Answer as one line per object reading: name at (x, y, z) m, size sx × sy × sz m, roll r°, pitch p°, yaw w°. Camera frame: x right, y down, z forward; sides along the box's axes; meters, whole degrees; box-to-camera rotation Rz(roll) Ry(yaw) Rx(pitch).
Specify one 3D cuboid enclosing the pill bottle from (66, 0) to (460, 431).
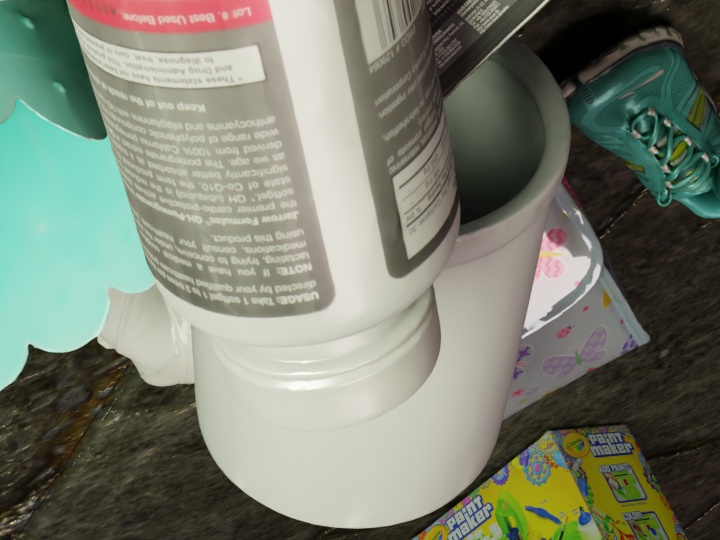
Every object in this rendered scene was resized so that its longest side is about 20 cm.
pill bottle at (-0.026, -0.046, 0.596) m, size 0.110 × 0.111 × 0.201 m, roll -21°, pitch 128°, yaw -11°

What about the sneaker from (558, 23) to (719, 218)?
sneaker at (0.173, -0.081, 1.027) m, size 0.077 × 0.080 × 0.200 m, roll -35°, pitch 154°, yaw 20°

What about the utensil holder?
utensil holder at (0.000, 0.000, 0.845) m, size 0.169 × 0.170 × 0.201 m, roll -16°, pitch 139°, yaw -21°

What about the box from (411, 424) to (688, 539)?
box at (0.182, 0.273, 1.625) m, size 0.122 × 0.193 × 0.200 m, roll 1°, pitch 146°, yaw -46°

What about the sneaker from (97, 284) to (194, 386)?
sneaker at (-0.124, 0.001, 0.927) m, size 0.087 × 0.075 × 0.200 m, roll -12°, pitch 148°, yaw -4°

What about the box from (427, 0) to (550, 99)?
box at (0.000, -0.142, 0.608) m, size 0.200 × 0.160 × 0.044 m, roll -42°, pitch -169°, yaw 46°

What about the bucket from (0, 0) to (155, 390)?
bucket at (-0.182, -0.044, 0.670) m, size 0.206 × 0.135 × 0.207 m, roll -21°, pitch 155°, yaw -10°

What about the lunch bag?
lunch bag at (0.055, 0.008, 1.038) m, size 0.169 × 0.127 × 0.200 m, roll -29°, pitch 144°, yaw 6°
